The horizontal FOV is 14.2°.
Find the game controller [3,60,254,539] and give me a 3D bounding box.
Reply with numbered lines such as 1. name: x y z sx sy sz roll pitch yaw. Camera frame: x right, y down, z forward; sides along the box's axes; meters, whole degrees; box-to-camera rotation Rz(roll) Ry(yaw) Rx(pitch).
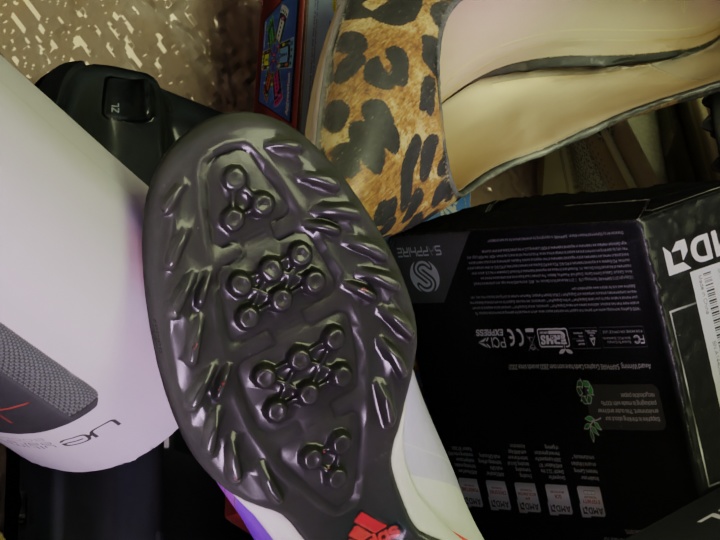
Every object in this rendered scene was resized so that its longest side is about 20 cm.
1. game controller: -0.057 0.039 0.836 0.104 0.042 0.201 27 55 -49

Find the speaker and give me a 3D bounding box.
1. speaker: -0.105 -0.016 0.705 0.200 0.081 0.081 45 40 -61

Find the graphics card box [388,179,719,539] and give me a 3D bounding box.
1. graphics card box: 0.081 0.076 0.845 0.051 0.125 0.201 -19 98 -32

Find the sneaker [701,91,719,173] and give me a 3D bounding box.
1. sneaker: 0.170 -0.050 0.987 0.200 0.090 0.067 -26 100 -77

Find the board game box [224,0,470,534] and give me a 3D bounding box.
1. board game box: 0.000 0.000 0.885 0.103 0.019 0.201 37 47 -47

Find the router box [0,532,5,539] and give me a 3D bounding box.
1. router box: -0.132 0.100 0.662 0.157 0.052 0.200 57 16 -8

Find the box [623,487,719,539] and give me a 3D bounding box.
1. box: 0.138 0.151 0.777 0.160 0.043 0.201 -25 102 -35

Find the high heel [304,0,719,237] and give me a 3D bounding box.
1. high heel: 0.068 -0.059 0.859 0.200 0.142 0.072 -57 148 -54

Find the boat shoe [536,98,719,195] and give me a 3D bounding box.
1. boat shoe: 0.090 -0.073 0.990 0.073 0.063 0.201 9 67 -40

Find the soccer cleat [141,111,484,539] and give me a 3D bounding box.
1. soccer cleat: -0.011 0.046 0.767 0.068 0.073 0.200 -29 113 -10
